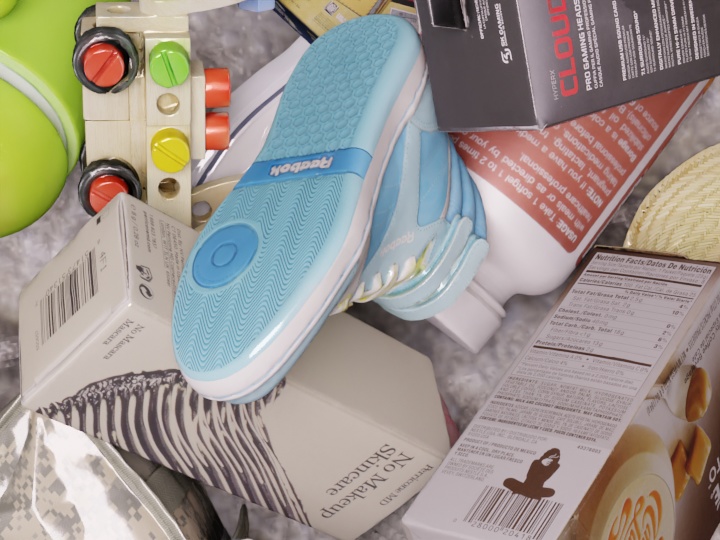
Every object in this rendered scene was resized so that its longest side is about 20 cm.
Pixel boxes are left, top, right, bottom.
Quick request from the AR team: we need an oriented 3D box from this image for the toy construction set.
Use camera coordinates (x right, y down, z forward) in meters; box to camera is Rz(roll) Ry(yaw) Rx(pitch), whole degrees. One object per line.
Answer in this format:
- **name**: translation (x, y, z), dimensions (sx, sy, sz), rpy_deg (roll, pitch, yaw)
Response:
- **toy construction set**: translation (-0.067, -0.072, 0.743), dimensions (0.129, 0.092, 0.203), rpy_deg (-2, 103, -8)

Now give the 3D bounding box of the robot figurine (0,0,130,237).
- **robot figurine**: translation (-0.182, -0.100, 0.780), dimensions (0.114, 0.176, 0.202), rpy_deg (16, 55, -3)

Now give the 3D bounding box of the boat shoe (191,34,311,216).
- **boat shoe**: translation (-0.028, -0.071, 0.825), dimensions (0.067, 0.074, 0.200), rpy_deg (40, 87, 18)

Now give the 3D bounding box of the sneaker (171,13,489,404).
- **sneaker**: translation (0.000, 0.000, 0.695), dimensions (0.079, 0.131, 0.201), rpy_deg (2, 51, 35)

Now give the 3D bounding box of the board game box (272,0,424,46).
- **board game box**: translation (-0.001, -0.185, 0.810), dimensions (0.135, 0.035, 0.200), rpy_deg (-44, 63, -2)

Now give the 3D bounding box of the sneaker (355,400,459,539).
- **sneaker**: translation (0.054, 0.148, 0.831), dimensions (0.104, 0.075, 0.203), rpy_deg (5, 64, -37)

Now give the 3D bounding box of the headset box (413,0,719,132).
- **headset box**: translation (0.102, -0.150, 0.689), dimensions (0.198, 0.077, 0.151), rpy_deg (-18, 102, -32)

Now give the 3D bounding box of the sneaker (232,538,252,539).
- **sneaker**: translation (-0.072, 0.150, 0.668), dimensions (0.197, 0.076, 0.078), rpy_deg (14, 71, -2)

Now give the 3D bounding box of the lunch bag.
- **lunch bag**: translation (-0.113, 0.148, 0.776), dimensions (0.117, 0.164, 0.201), rpy_deg (-40, 92, 0)

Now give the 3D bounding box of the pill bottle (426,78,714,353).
- **pill bottle**: translation (0.086, -0.063, 0.817), dimensions (0.112, 0.112, 0.201), rpy_deg (37, 87, -2)

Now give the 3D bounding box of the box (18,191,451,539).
- **box**: translation (-0.054, 0.050, 0.728), dimensions (0.199, 0.069, 0.082), rpy_deg (28, 124, -35)

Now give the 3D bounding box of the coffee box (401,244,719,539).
- **coffee box**: translation (0.114, 0.096, 0.758), dimensions (0.200, 0.079, 0.115), rpy_deg (-49, 132, -37)

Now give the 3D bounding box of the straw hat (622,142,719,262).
- **straw hat**: translation (0.233, 0.025, 0.837), dimensions (0.198, 0.085, 0.204), rpy_deg (0, 88, -3)
